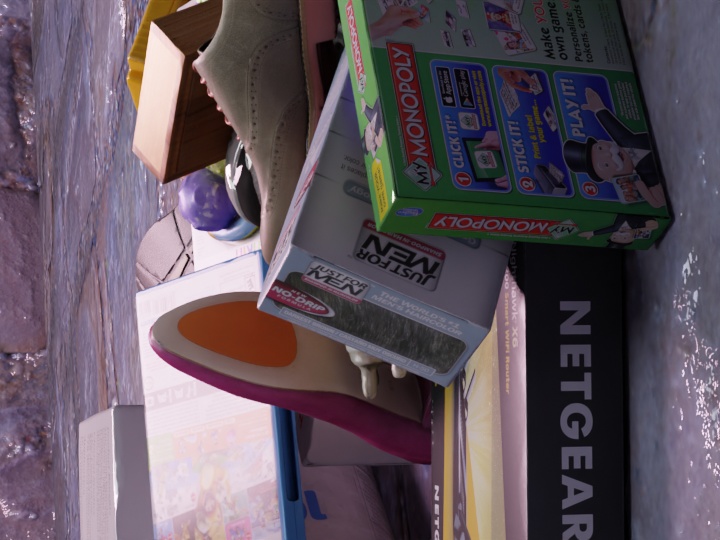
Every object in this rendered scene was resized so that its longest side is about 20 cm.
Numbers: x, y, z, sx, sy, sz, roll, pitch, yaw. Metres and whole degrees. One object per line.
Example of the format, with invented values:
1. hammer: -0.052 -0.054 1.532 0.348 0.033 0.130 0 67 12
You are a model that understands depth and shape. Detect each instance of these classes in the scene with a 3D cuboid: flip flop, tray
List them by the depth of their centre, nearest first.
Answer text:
1. tray: -0.036 -0.126 1.287 0.037 0.199 0.099 47 144 28
2. flip flop: -0.091 -0.026 1.452 0.081 0.057 0.201 56 131 35

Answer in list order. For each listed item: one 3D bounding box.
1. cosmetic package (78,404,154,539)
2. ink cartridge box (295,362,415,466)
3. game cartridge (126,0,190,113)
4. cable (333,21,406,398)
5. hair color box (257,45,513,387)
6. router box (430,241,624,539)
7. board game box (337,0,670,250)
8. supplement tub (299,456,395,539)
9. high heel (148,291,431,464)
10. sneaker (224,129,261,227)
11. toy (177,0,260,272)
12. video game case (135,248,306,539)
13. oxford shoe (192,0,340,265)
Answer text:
1. cosmetic package: -0.114 0.185 1.641 0.200 0.165 0.169 157 112 -75
2. ink cartridge box: 0.000 0.000 1.356 0.201 0.084 0.145 -103 19 -46
3. game cartridge: -0.122 -0.197 1.704 0.176 0.032 0.201 79 -153 -69
4. cable: 0.004 -0.037 1.158 0.097 0.050 0.202 151 107 -71
5. hair color box: 0.029 -0.056 1.049 0.061 0.098 0.201 123 167 -54
6. router box: 0.080 0.079 1.110 0.157 0.052 0.202 169 101 -75
7. board game box: 0.059 -0.104 1.029 0.029 0.133 0.201 119 149 -52
8. supplement tub: -0.039 0.191 1.419 0.200 0.131 0.133 -112 26 -52
9. high heel: -0.028 0.068 1.240 0.096 0.198 0.068 116 151 -47
10. sneaker: 0.002 -0.086 1.236 0.200 0.075 0.088 -47 47 21
11. toy: -0.091 -0.083 1.370 0.115 0.047 0.202 -19 70 53
12. video game case: -0.085 0.099 1.342 0.143 0.018 0.202 -17 75 50
13. oxford shoe: -0.047 -0.092 1.128 0.071 0.074 0.202 -78 -9 -67
